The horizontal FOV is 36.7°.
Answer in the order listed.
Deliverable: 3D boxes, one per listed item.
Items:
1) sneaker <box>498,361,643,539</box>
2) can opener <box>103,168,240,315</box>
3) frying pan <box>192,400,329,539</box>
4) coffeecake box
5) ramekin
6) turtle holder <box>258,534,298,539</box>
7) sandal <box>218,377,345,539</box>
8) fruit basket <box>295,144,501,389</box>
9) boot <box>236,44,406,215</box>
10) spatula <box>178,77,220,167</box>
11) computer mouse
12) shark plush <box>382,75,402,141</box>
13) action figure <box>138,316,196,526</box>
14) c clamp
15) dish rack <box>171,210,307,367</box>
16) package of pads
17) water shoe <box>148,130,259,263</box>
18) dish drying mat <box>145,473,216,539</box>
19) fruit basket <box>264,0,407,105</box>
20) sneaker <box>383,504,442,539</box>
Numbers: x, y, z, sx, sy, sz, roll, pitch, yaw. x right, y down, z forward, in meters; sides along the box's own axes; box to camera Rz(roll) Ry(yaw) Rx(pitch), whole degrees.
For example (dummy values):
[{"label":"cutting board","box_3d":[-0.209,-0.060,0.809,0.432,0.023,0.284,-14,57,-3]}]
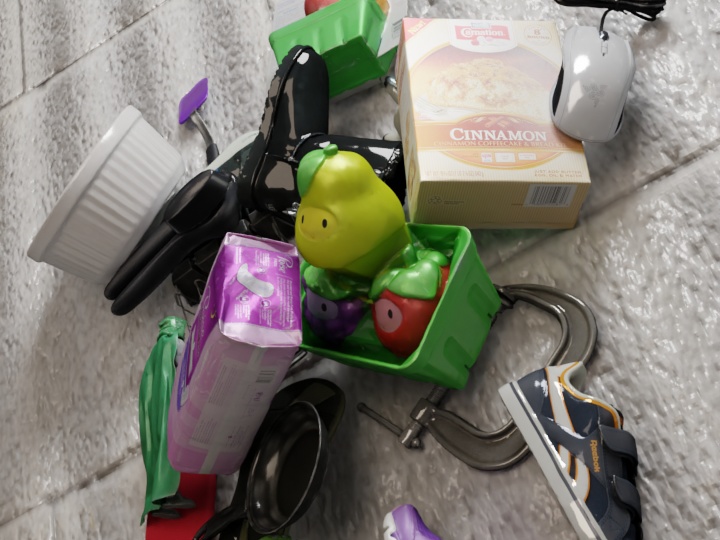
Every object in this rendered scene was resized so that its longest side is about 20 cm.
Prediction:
[{"label":"sneaker","box_3d":[0.181,0.154,0.833,0.079,0.078,0.200,-28,56,4]},{"label":"can opener","box_3d":[-0.200,-0.032,1.144,0.200,0.079,0.063,-43,39,17]},{"label":"frying pan","box_3d":[-0.080,0.199,0.926,0.190,0.031,0.115,-58,27,13]},{"label":"coffeecake box","box_3d":[0.117,-0.139,1.013,0.153,0.073,0.201,0,56,-6]},{"label":"ramekin","box_3d":[-0.277,-0.075,1.212,0.203,0.094,0.202,-51,13,16]},{"label":"turtle holder","box_3d":[-0.104,0.308,0.901,0.185,0.141,0.132,-29,63,-34]},{"label":"sandal","box_3d":[-0.071,0.191,0.993,0.080,0.057,0.202,25,92,35]},{"label":"fruit basket","box_3d":[0.000,0.000,0.946,0.215,0.216,0.156,13,69,38]},{"label":"boot","box_3d":[-0.024,-0.128,1.102,0.162,0.073,0.199,13,75,24]},{"label":"spatula","box_3d":[-0.186,-0.161,1.302,0.056,0.021,0.200,-40,50,22]},{"label":"computer mouse","box_3d":[0.222,-0.200,0.998,0.109,0.044,0.201,16,55,-1]},{"label":"shark plush","box_3d":[0.093,-0.141,1.083,0.083,0.091,0.200,-22,40,-19]},{"label":"action figure","box_3d":[-0.185,0.136,1.057,0.118,0.054,0.201,-40,47,51]},{"label":"c clamp","box_3d":[0.106,0.086,0.957,0.200,0.027,0.171,-51,48,-3]},{"label":"dish rack","box_3d":[-0.113,0.037,1.114,0.153,0.055,0.200,-35,51,12]},{"label":"package of pads","box_3d":[-0.112,0.078,0.941,0.121,0.075,0.200,-95,24,-43]},{"label":"water shoe","box_3d":[-0.154,-0.068,1.192,0.200,0.071,0.079,-50,50,-2]},{"label":"dish drying mat","box_3d":[-0.173,0.243,1.048,0.077,0.018,0.201,-17,54,23]},{"label":"fruit basket","box_3d":[-0.024,-0.281,1.245,0.185,0.094,0.200,-21,37,21]},{"label":"sneaker","box_3d":[0.092,0.255,0.835,0.088,0.081,0.200,-37,53,-1]}]
